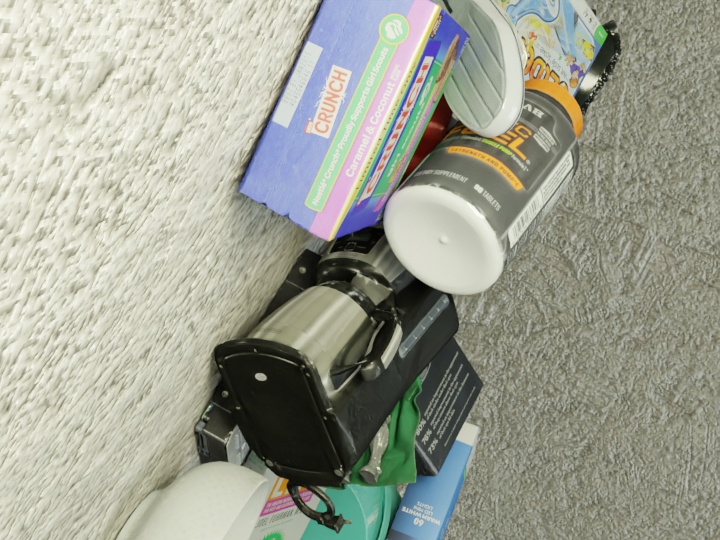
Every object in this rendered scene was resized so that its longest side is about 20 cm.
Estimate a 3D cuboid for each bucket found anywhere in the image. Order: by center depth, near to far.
[{"bbox_3d":[-0.058,0.295,1.479,0.207,0.207,0.135,-64,169,12],"label":"bucket"}]

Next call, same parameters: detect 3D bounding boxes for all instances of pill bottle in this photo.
[{"bbox_3d":[0.110,-0.078,0.993,0.200,0.106,0.106,-49,166,-39],"label":"pill bottle"}]

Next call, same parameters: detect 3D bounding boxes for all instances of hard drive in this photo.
[{"bbox_3d":[-0.087,0.091,1.152,0.200,0.038,0.140,-58,171,-23],"label":"hard drive"}]

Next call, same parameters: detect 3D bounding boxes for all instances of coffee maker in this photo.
[{"bbox_3d":[-0.015,0.080,1.058,0.200,0.135,0.192,-46,150,-42],"label":"coffee maker"}]

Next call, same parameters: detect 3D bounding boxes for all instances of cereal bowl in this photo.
[{"bbox_3d":[-0.160,0.245,1.026,0.200,0.083,0.200,-60,172,-15],"label":"cereal bowl"}]

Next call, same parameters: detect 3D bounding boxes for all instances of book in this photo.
[{"bbox_3d":[-0.074,0.198,1.226,0.134,0.048,0.200,-5,124,-58],"label":"book"}]

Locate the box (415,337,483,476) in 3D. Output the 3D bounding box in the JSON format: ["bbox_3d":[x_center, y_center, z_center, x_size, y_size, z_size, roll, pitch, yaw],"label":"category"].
[{"bbox_3d":[0.033,0.118,1.401,0.200,0.104,0.148,57,47,-28],"label":"box"}]

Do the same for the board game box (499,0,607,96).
[{"bbox_3d":[0.188,-0.264,1.332,0.200,0.034,0.135,39,76,-45],"label":"board game box"}]

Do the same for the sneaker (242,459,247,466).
[{"bbox_3d":[-0.101,0.186,1.323,0.077,0.076,0.200,-104,-147,-61],"label":"sneaker"}]

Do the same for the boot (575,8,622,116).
[{"bbox_3d":[0.205,-0.236,1.447,0.198,0.162,0.073,-61,-176,-6],"label":"boot"}]

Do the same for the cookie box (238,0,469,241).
[{"bbox_3d":[0.002,-0.116,0.869,0.171,0.075,0.200,-64,172,10],"label":"cookie box"}]

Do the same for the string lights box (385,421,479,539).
[{"bbox_3d":[0.083,0.284,1.477,0.103,0.059,0.200,85,27,-66],"label":"string lights box"}]

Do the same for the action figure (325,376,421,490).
[{"bbox_3d":[0.016,0.106,1.159,0.055,0.118,0.200,49,45,-45],"label":"action figure"}]

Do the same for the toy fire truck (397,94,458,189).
[{"bbox_3d":[0.064,-0.128,1.154,0.200,0.112,0.168,104,2,-62],"label":"toy fire truck"}]

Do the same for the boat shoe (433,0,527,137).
[{"bbox_3d":[0.105,-0.179,0.980,0.074,0.067,0.200,-44,-139,34],"label":"boat shoe"}]
